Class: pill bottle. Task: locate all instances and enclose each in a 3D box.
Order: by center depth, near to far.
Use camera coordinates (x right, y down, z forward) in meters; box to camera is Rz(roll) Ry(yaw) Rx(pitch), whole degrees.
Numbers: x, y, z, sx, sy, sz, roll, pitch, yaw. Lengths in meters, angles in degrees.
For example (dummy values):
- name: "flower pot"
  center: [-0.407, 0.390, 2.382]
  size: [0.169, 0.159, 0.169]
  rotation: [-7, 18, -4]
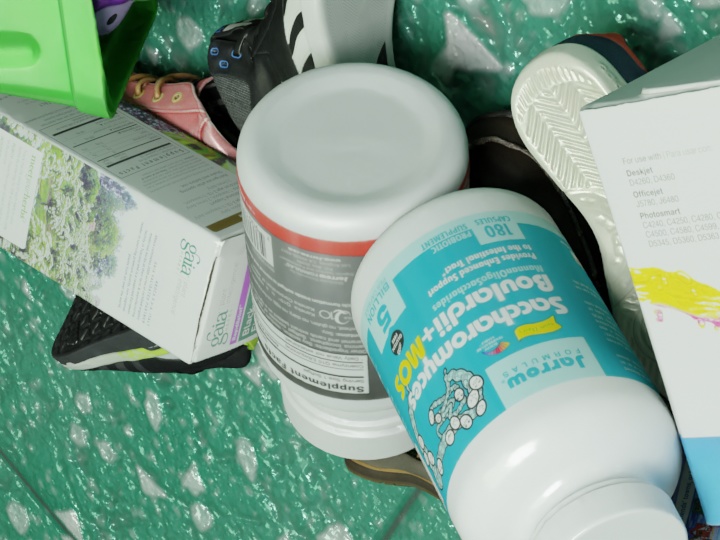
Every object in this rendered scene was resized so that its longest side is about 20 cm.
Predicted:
- name: "pill bottle"
  center: [0.077, 0.062, 1.144]
  size: [0.200, 0.111, 0.111]
  rotation: [-118, 33, -43]
- name: "pill bottle"
  center: [0.000, 0.000, 1.287]
  size: [0.116, 0.116, 0.200]
  rotation: [34, 149, 28]

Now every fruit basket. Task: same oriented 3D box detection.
- name: "fruit basket"
  center: [-0.119, -0.183, 1.333]
  size: [0.215, 0.215, 0.156]
  rotation: [15, 121, 40]

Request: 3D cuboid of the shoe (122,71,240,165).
- name: "shoe"
  center: [-0.113, -0.090, 1.438]
  size: [0.200, 0.071, 0.091]
  rotation: [50, 124, 19]

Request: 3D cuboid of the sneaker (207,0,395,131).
- name: "sneaker"
  center: [-0.038, -0.139, 1.328]
  size: [0.112, 0.073, 0.200]
  rotation: [18, 124, 36]

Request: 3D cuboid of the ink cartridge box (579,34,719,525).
- name: "ink cartridge box"
  center: [0.217, -0.010, 1.086]
  size: [0.146, 0.147, 0.200]
  rotation: [-7, 106, 47]

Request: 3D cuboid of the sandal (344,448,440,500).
- name: "sandal"
  center: [0.071, 0.099, 1.359]
  size: [0.200, 0.082, 0.055]
  rotation: [12, 97, 49]

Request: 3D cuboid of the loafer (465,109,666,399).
- name: "loafer"
  center: [0.104, 0.011, 1.266]
  size: [0.073, 0.071, 0.200]
  rotation: [-34, 85, 48]

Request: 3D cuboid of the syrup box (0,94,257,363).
- name: "syrup box"
  center: [-0.133, -0.036, 1.373]
  size: [0.200, 0.081, 0.079]
  rotation: [29, 121, 25]

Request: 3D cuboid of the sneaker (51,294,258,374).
- name: "sneaker"
  center: [-0.122, 0.041, 1.508]
  size: [0.083, 0.072, 0.200]
  rotation: [30, 167, -23]

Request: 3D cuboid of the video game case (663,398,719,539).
- name: "video game case"
  center: [0.156, 0.139, 1.148]
  size: [0.182, 0.200, 0.022]
  rotation: [5, 135, 16]

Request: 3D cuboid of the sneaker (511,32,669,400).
- name: "sneaker"
  center: [0.149, -0.027, 1.195]
  size: [0.075, 0.085, 0.200]
  rotation: [-21, 101, 32]
